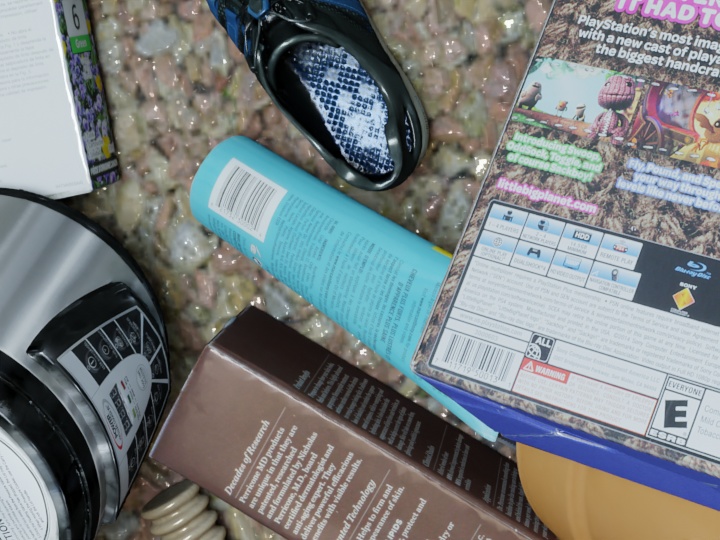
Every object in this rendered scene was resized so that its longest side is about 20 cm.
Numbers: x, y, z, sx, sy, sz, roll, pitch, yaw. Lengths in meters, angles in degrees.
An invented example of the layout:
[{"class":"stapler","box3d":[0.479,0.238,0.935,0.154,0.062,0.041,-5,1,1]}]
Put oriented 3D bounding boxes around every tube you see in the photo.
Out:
[{"class":"tube","box3d":[0.000,0.000,0.786,0.199,0.050,0.078,34,128,29]}]

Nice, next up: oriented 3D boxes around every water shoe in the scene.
[{"class":"water shoe","box3d":[-0.033,-0.129,0.797,0.071,0.079,0.201,-38,93,12]}]

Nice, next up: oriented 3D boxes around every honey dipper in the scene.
[{"class":"honey dipper","box3d":[-0.057,0.209,0.885,0.038,0.038,0.202,-27,99,12]}]

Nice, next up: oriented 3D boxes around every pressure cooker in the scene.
[{"class":"pressure cooker","box3d":[-0.195,0.078,0.777,0.175,0.201,0.180,28,123,-5]}]

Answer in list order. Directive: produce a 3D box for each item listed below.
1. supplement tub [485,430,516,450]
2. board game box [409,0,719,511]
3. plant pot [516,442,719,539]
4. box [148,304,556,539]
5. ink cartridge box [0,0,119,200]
[{"class":"supplement tub","box3d":[0.116,-0.010,0.783,0.106,0.107,0.201,30,102,2]},{"class":"board game box","box3d":[0.138,-0.017,0.630,0.158,0.097,0.202,17,79,31]},{"class":"plant pot","box3d":[0.189,0.085,0.724,0.198,0.140,0.202,-15,126,-22]},{"class":"box","box3d":[0.001,0.105,0.822,0.199,0.100,0.075,32,103,2]},{"class":"ink cartridge box","box3d":[-0.199,-0.134,0.832,0.108,0.050,0.203,-8,99,13]}]
